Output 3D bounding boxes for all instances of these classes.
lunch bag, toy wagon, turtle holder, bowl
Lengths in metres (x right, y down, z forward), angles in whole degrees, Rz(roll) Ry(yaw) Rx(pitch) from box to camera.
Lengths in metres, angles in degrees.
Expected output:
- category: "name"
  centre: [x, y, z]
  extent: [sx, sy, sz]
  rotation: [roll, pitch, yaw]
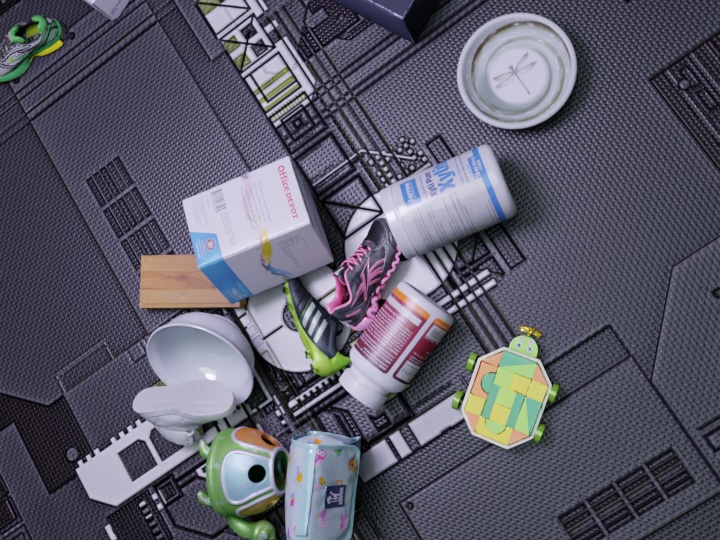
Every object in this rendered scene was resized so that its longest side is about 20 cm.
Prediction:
- category: "lunch bag"
  centre: [-0.064, 0.352, 1.372]
  extent: [0.122, 0.200, 0.171]
  rotation: [6, 85, 7]
- category: "toy wagon"
  centre: [0.245, 0.186, 1.395]
  extent: [0.155, 0.040, 0.201]
  rotation: [20, 90, 16]
- category: "turtle holder"
  centre: [-0.191, 0.358, 1.430]
  extent: [0.131, 0.141, 0.186]
  rotation: [-6, 60, 22]
- category: "bowl"
  centre: [-0.265, 0.141, 1.488]
  extent: [0.200, 0.090, 0.201]
  rotation: [11, 132, 12]

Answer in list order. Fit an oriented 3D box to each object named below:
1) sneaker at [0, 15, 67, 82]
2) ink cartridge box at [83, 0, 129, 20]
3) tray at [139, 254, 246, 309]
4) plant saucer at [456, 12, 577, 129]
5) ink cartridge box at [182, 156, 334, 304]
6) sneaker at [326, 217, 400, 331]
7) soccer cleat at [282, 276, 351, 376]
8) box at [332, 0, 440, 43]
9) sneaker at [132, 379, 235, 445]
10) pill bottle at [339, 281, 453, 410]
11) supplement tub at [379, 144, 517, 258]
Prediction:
- category: "sneaker"
  centre: [-0.689, -0.449, 1.688]
  extent: [0.200, 0.085, 0.078]
  rotation: [-31, 77, 10]
- category: "ink cartridge box"
  centre: [-0.532, -0.611, 1.665]
  extent: [0.200, 0.083, 0.147]
  rotation: [35, 93, 16]
- category: "tray"
  centre: [-0.309, 0.020, 1.562]
  extent: [0.199, 0.037, 0.099]
  rotation: [-1, 84, 14]
- category: "plant saucer"
  centre: [0.266, -0.332, 1.440]
  extent: [0.199, 0.050, 0.201]
  rotation: [-2, 83, 15]
- category: "ink cartridge box"
  centre: [-0.172, -0.067, 1.448]
  extent: [0.200, 0.146, 0.147]
  rotation: [-22, 59, 4]
- category: "sneaker"
  centre: [0.000, 0.000, 1.443]
  extent: [0.079, 0.095, 0.201]
  rotation: [15, 86, 56]
- category: "soccer cleat"
  centre: [-0.078, 0.088, 1.485]
  extent: [0.081, 0.068, 0.200]
  rotation: [-20, 76, -10]
- category: "box"
  centre: [0.054, -0.542, 1.484]
  extent: [0.196, 0.117, 0.200]
  rotation: [32, 92, 16]
- category: "sneaker"
  centre: [-0.288, 0.254, 1.493]
  extent: [0.199, 0.116, 0.074]
  rotation: [-4, 47, 24]
- category: "pill bottle"
  centre: [0.055, 0.127, 1.414]
  extent: [0.113, 0.113, 0.200]
  rotation: [38, 94, 15]
- category: "supplement tub"
  centre: [0.146, -0.113, 1.407]
  extent: [0.200, 0.132, 0.132]
  rotation: [-23, 79, 10]
